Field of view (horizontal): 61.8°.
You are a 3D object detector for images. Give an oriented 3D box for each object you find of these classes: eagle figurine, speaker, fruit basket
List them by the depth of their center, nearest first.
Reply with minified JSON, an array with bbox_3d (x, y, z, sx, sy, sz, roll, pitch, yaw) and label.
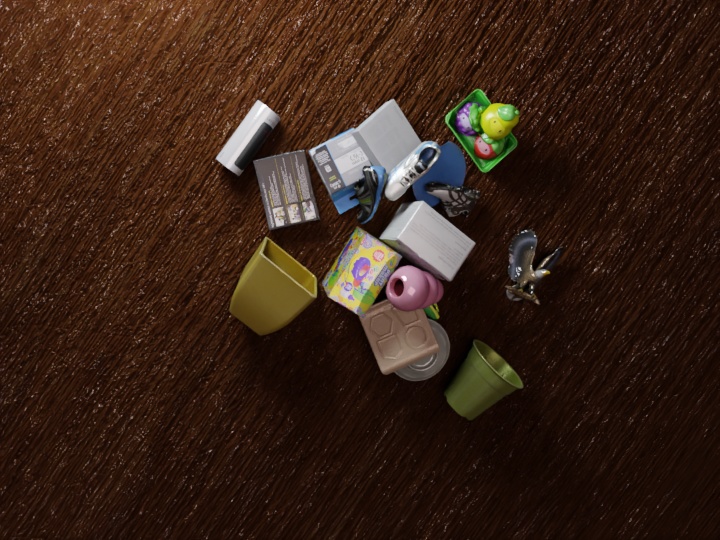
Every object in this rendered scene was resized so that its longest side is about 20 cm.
[{"bbox_3d":[-0.306,-0.362,1.641,0.081,0.081,0.201,36,93,-13],"label":"speaker"},{"bbox_3d":[0.351,-0.396,1.678,0.155,0.216,0.216,-40,104,0],"label":"fruit basket"},{"bbox_3d":[0.525,0.000,1.834,0.152,0.150,0.202,49,53,-52],"label":"eagle figurine"}]

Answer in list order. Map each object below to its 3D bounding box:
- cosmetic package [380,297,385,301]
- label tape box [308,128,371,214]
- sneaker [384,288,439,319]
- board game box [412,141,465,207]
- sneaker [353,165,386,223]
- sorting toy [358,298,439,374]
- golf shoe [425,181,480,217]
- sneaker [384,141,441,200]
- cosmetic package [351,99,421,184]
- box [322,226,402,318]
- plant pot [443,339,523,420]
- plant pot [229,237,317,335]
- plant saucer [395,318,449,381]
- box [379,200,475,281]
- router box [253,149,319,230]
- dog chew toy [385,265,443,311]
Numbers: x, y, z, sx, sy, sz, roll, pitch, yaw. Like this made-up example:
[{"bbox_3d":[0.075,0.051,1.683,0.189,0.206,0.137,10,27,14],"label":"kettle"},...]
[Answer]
[{"bbox_3d":[0.118,0.180,1.823,0.200,0.051,0.083,43,92,-14],"label":"cosmetic package"},{"bbox_3d":[-0.040,-0.280,1.706,0.142,0.066,0.201,-28,102,-4],"label":"label tape box"},{"bbox_3d":[0.156,0.086,1.812,0.199,0.074,0.084,36,118,-16],"label":"sneaker"},{"bbox_3d":[0.218,-0.281,1.747,0.199,0.039,0.159,-33,125,-20],"label":"board game box"},{"bbox_3d":[0.018,-0.217,1.694,0.082,0.071,0.201,16,137,2],"label":"sneaker"},{"bbox_3d":[0.111,0.178,1.752,0.184,0.036,0.202,-24,84,4],"label":"sorting toy"},{"bbox_3d":[0.262,-0.201,1.737,0.198,0.078,0.095,7,108,-34],"label":"golf shoe"},{"bbox_3d":[0.140,-0.272,1.637,0.072,0.073,0.200,41,94,-19],"label":"sneaker"},{"bbox_3d":[0.088,-0.351,1.689,0.151,0.052,0.201,-43,110,-18],"label":"cosmetic package"},{"bbox_3d":[0.000,0.000,1.699,0.121,0.193,0.201,32,94,-13],"label":"box"},{"bbox_3d":[0.359,0.350,1.838,0.199,0.200,0.190,36,105,-13],"label":"plant pot"},{"bbox_3d":[-0.256,0.061,1.676,0.194,0.196,0.200,39,99,-14],"label":"plant pot"},{"bbox_3d":[0.176,0.241,1.793,0.198,0.050,0.202,-2,102,-8],"label":"plant saucer"},{"bbox_3d":[0.185,-0.084,1.705,0.198,0.200,0.131,37,85,-13],"label":"box"},{"bbox_3d":[-0.207,-0.227,1.695,0.148,0.051,0.202,-12,102,-5],"label":"router box"},{"bbox_3d":[0.161,0.053,1.677,0.199,0.124,0.126,6,102,-48],"label":"dog chew toy"}]
